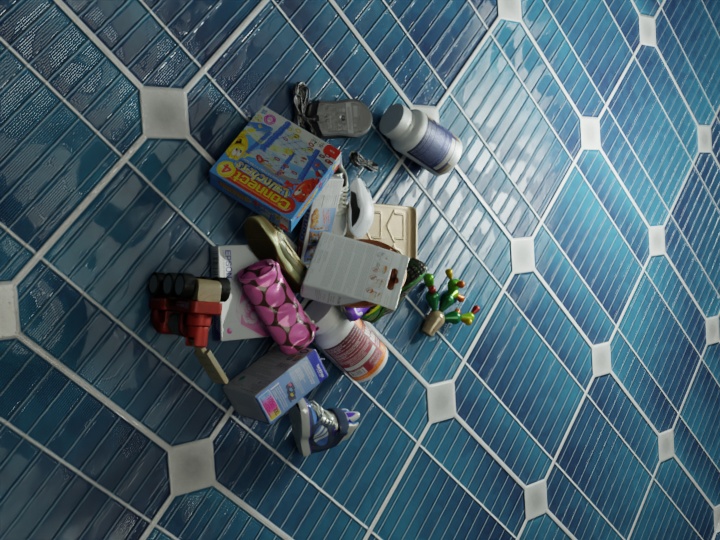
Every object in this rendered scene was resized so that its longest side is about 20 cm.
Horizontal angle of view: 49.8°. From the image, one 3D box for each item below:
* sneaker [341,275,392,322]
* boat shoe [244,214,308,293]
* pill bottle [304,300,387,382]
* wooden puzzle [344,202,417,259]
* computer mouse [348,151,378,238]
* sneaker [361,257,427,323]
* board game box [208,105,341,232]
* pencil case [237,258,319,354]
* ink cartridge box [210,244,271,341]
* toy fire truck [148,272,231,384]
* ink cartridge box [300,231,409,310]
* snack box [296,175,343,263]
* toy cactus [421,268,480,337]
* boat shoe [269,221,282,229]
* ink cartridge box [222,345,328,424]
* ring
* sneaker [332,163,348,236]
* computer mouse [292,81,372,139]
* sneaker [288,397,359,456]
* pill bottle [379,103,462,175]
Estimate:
[{"bbox_3d":[0.025,0.034,1.697,0.070,0.099,0.200,64,31,-25],"label":"sneaker"},{"bbox_3d":[-0.169,-0.042,1.608,0.201,0.073,0.063,56,48,-29],"label":"boat shoe"},{"bbox_3d":[-0.036,0.151,1.736,0.200,0.109,0.110,48,62,-28],"label":"pill bottle"},{"bbox_3d":[0.044,-0.065,1.845,0.200,0.046,0.186,1,89,-34],"label":"wooden puzzle"},{"bbox_3d":[0.009,-0.169,1.753,0.110,0.044,0.200,28,59,-61],"label":"computer mouse"},{"bbox_3d":[0.074,0.045,1.814,0.200,0.078,0.085,-37,145,8],"label":"sneaker"},{"bbox_3d":[-0.173,-0.211,1.592,0.200,0.056,0.196,31,66,6],"label":"board game box"},{"bbox_3d":[-0.167,0.070,1.596,0.094,0.091,0.200,-29,115,0],"label":"pencil case"},{"bbox_3d":[-0.217,0.043,1.635,0.200,0.043,0.197,-4,92,-37],"label":"ink cartridge box"},{"bbox_3d":[-0.318,0.109,1.468,0.129,0.176,0.200,8,85,-39],"label":"toy fire truck"},{"bbox_3d":[-0.010,0.010,1.639,0.200,0.047,0.160,17,49,1],"label":"ink cartridge box"},{"bbox_3d":[-0.091,-0.109,1.693,0.072,0.024,0.200,-6,119,-39],"label":"snack box"},{"bbox_3d":[0.217,0.096,1.960,0.200,0.102,0.165,44,74,-39],"label":"toy cactus"},{"bbox_3d":[-0.158,-0.172,1.670,0.074,0.076,0.200,29,80,-6],"label":"boat shoe"},{"bbox_3d":[-0.165,0.222,1.615,0.200,0.136,0.076,-39,115,-32],"label":"ink cartridge box"},{"bbox_3d":[0.000,0.000,1.679,0.200,0.200,0.019,-44,148,-30],"label":"ring"},{"bbox_3d":[-0.061,-0.166,1.735,0.076,0.080,0.200,-20,103,-39],"label":"sneaker"},{"bbox_3d":[-0.069,-0.347,1.752,0.200,0.053,0.139,0,89,-28],"label":"computer mouse"},{"bbox_3d":[-0.072,0.314,1.670,0.146,0.081,0.200,-20,140,-18],"label":"sneaker"},{"bbox_3d":[0.144,-0.321,1.878,0.200,0.111,0.111,27,73,-36],"label":"pill bottle"}]
